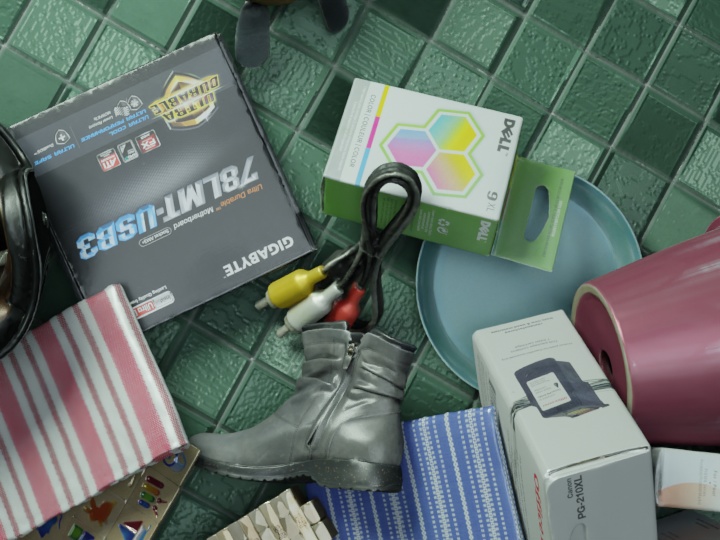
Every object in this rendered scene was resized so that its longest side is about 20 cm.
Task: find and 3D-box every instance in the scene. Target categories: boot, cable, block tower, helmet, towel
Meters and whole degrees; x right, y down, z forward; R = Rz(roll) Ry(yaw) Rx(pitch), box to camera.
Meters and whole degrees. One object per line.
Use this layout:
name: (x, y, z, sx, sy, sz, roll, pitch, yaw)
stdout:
boot: (-0.048, 0.108, 1.104, 0.198, 0.070, 0.133, 1, 82, 20)
cable: (0.000, 0.000, 1.091, 0.097, 0.200, 0.051, 33, 44, -13)
block tower: (-0.117, 0.245, 1.105, 0.199, 0.058, 0.054, -31, 82, 1)
helmet: (-0.331, -0.027, 1.041, 0.198, 0.191, 0.202, -11, 119, -19)
towel: (0.041, 0.194, 1.095, 0.199, 0.024, 0.146, -15, 87, 34)
towel: (-0.243, 0.118, 1.088, 0.199, 0.030, 0.147, -29, 77, 12)

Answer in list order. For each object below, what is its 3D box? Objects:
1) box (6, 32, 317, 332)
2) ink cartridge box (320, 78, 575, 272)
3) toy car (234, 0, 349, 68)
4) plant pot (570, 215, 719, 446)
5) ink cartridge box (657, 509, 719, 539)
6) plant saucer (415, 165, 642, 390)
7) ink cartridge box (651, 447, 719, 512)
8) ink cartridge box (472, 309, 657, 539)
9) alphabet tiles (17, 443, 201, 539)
box: (-0.165, -0.065, 1.127, 0.198, 0.050, 0.200, -24, 90, -4)
ink cartridge box: (0.075, -0.079, 1.108, 0.198, 0.059, 0.105, 15, 60, 5)
toy car: (-0.080, -0.277, 1.114, 0.163, 0.158, 0.202, -25, 117, -13)
plant pot: (0.273, 0.058, 1.080, 0.177, 0.200, 0.202, -9, 89, -10)
ink cartridge box: (0.219, 0.304, 1.101, 0.198, 0.146, 0.148, -18, 90, -5)
plant saucer: (0.144, 0.012, 1.161, 0.198, 0.027, 0.203, 0, 88, -5)
ink cartridge box: (0.310, 0.176, 1.105, 0.198, 0.162, 0.051, 10, 83, -5)
ink cartridge box: (0.157, 0.147, 1.051, 0.083, 0.200, 0.146, -13, 119, -5)
alphabet tiles: (-0.245, 0.192, 1.105, 0.166, 0.008, 0.201, 29, 87, 17)
